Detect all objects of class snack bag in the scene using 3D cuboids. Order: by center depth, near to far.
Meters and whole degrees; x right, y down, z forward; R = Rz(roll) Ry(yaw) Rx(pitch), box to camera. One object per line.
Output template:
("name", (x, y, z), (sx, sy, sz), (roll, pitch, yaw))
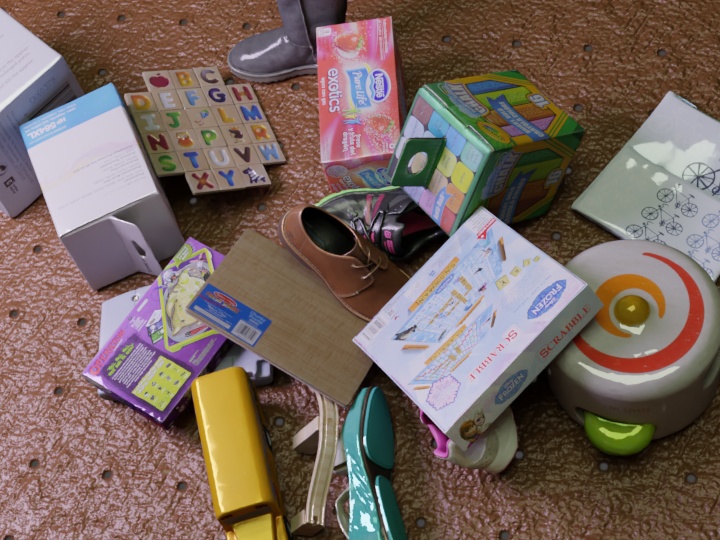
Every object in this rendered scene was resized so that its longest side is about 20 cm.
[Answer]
("snack bag", (0.368, -0.094, 1.599), (0.188, 0.021, 0.200), (34, 72, 27))

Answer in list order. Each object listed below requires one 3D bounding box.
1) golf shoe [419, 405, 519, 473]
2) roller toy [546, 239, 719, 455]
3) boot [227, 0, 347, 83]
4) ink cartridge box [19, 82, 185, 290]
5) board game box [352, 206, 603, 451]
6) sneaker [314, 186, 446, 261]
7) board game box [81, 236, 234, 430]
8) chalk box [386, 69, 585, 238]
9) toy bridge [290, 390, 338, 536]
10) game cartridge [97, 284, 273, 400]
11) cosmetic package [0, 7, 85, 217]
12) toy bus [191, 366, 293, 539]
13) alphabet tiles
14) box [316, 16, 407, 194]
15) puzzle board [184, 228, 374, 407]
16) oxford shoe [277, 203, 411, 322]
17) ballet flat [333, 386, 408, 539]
("golf shoe", (0.097, 0.115, 1.486), (0.091, 0.075, 0.201), (4, 51, -31))
("roller toy", (0.275, 0.066, 1.456), (0.182, 0.140, 0.200), (-29, 58, -6))
("boot", (-0.091, -0.318, 1.715), (0.181, 0.200, 0.073), (-7, 58, 7))
("ink cartridge box", (-0.295, -0.087, 1.665), (0.125, 0.129, 0.201), (-24, 58, -3))
("board game box", (0.114, 0.054, 1.445), (0.200, 0.041, 0.199), (-46, 38, -1))
("sneaker", (0.017, -0.050, 1.602), (0.199, 0.077, 0.084), (-18, 30, 2))
("board game box", (-0.200, 0.067, 1.577), (0.120, 0.032, 0.200), (29, 69, 20))
("chalk box", (0.121, -0.125, 1.556), (0.199, 0.125, 0.124), (-17, 51, -40))
("toy bridge", (-0.046, 0.172, 1.500), (0.027, 0.067, 0.201), (15, 57, -22))
("game cartridge", (-0.195, 0.073, 1.608), (0.199, 0.041, 0.134), (-6, 63, 8))
("cosmetic package", (-0.454, -0.209, 1.747), (0.200, 0.165, 0.165), (37, 73, 28))
("toy bus", (-0.123, 0.208, 1.490), (0.065, 0.078, 0.201), (-16, 59, 2))
("alphabet tiles", (-0.186, -0.171, 1.718), (0.166, 0.006, 0.201), (-8, 55, -27))
("box", (0.005, -0.185, 1.678), (0.094, 0.103, 0.201), (-7, 58, 7))
("puzzle board", (-0.072, 0.050, 1.543), (0.199, 0.017, 0.151), (30, 45, 4))
("oxford shoe", (0.000, 0.000, 1.539), (0.200, 0.071, 0.072), (36, 71, -9))
("ballet flat", (0.001, 0.214, 1.473), (0.070, 0.067, 0.201), (-22, 54, 21))
